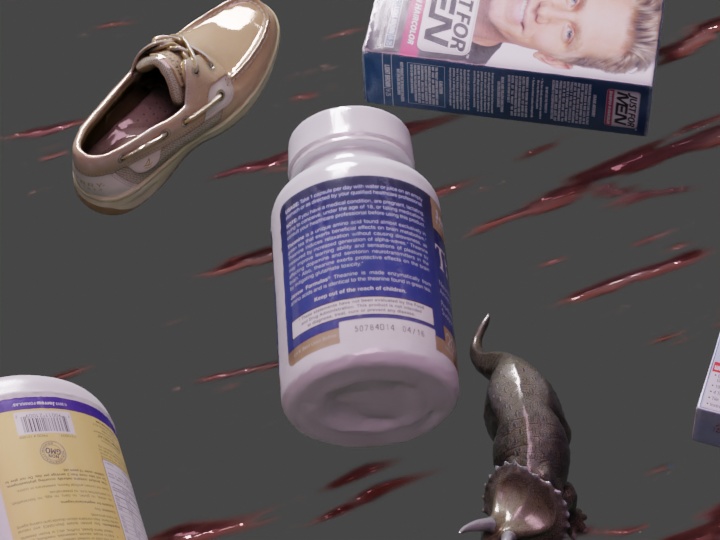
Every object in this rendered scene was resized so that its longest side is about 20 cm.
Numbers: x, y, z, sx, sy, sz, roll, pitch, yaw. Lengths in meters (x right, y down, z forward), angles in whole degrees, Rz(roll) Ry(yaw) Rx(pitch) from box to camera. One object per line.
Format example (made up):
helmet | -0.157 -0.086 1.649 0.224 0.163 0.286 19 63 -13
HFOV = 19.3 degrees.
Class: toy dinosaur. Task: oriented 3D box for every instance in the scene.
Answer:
toy dinosaur | 0.100 0.104 1.267 0.076 0.103 0.201 2 57 4

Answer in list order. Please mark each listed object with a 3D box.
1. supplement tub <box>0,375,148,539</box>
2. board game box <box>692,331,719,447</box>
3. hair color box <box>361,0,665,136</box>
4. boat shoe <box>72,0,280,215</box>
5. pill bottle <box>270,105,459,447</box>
supplement tub | -0.188 0.178 1.206 0.144 0.146 0.201 -16 57 -8
board game box | 0.328 0.042 1.331 0.199 0.041 0.200 16 57 13
hair color box | 0.107 -0.160 1.467 0.198 0.061 0.101 8 57 7
boat shoe | -0.125 -0.126 1.452 0.072 0.065 0.200 32 63 21
pill bottle | 0.000 0.000 1.335 0.110 0.111 0.201 -4 56 0
